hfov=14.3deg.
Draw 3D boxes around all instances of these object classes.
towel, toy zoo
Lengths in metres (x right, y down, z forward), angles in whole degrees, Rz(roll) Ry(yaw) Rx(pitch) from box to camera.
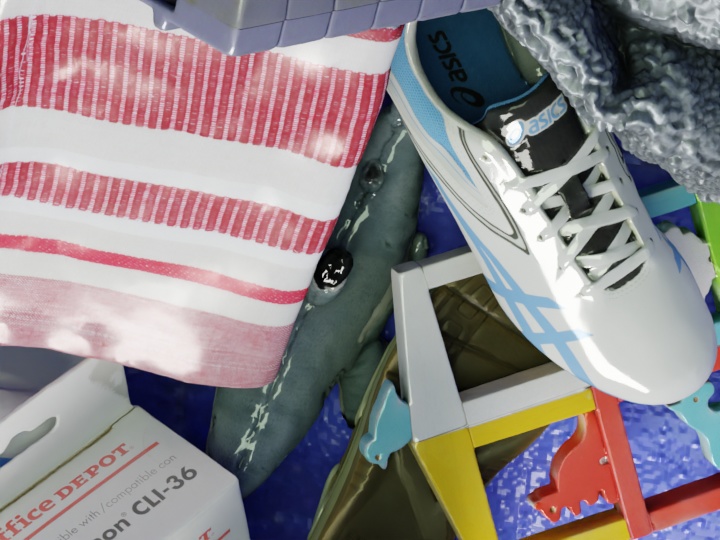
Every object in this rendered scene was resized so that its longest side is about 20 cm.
[{"bbox_3d":[-0.076,-0.031,1.024,0.143,0.023,0.200,9,139,-12],"label":"towel"},{"bbox_3d":[0.095,0.041,1.124,0.199,0.020,0.132,-18,101,-7],"label":"toy zoo"}]

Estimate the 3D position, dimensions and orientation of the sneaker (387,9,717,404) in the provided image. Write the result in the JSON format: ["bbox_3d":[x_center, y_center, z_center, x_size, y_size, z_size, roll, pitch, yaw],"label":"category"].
[{"bbox_3d":[0.068,-0.033,1.065,0.072,0.072,0.200,-34,97,-7],"label":"sneaker"}]

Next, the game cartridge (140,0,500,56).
[{"bbox_3d":[-0.060,-0.126,0.963,0.200,0.129,0.039,32,118,37],"label":"game cartridge"}]

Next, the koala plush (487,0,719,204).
[{"bbox_3d":[0.153,-0.143,1.031,0.200,0.178,0.184,-36,107,18],"label":"koala plush"}]

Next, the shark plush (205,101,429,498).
[{"bbox_3d":[0.000,0.000,1.138,0.091,0.083,0.200,39,109,0],"label":"shark plush"}]

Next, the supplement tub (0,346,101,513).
[{"bbox_3d":[-0.188,0.114,1.185,0.131,0.132,0.201,21,109,6],"label":"supplement tub"}]

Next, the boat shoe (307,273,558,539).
[{"bbox_3d":[0.030,0.065,1.163,0.073,0.063,0.201,23,99,-11],"label":"boat shoe"}]

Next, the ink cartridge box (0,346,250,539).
[{"bbox_3d":[-0.102,0.138,1.133,0.067,0.116,0.201,32,147,35],"label":"ink cartridge box"}]
